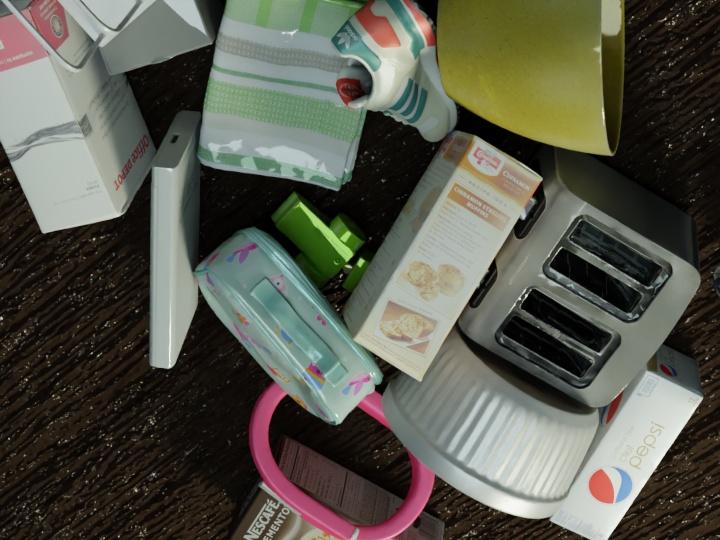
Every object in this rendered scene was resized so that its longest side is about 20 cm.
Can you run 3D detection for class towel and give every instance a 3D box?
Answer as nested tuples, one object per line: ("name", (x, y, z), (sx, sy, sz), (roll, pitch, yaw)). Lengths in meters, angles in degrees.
("towel", (-0.062, -0.162, 1.410), (0.147, 0.031, 0.201), (8, 132, -9))

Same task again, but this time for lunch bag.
("lunch bag", (-0.064, 0.052, 1.475), (0.077, 0.160, 0.200), (-43, 97, -12))

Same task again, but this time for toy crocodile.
("toy crocodile", (0.000, 0.000, 1.511), (0.199, 0.062, 0.068), (38, 105, -8))

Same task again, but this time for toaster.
("toaster", (0.203, 0.007, 1.450), (0.199, 0.119, 0.182), (30, 118, -8))

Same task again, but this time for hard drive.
("hard drive", (-0.172, -0.030, 1.473), (0.026, 0.132, 0.202), (6, 118, 3))

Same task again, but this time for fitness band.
("fitness band", (-0.019, 0.182, 1.567), (0.199, 0.037, 0.144), (35, 74, -8))

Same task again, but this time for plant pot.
("plant pot", (0.141, -0.197, 1.318), (0.140, 0.200, 0.202), (1, 117, 15))

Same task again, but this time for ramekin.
("ramekin", (0.128, 0.127, 1.482), (0.199, 0.200, 0.106), (28, 108, -7))

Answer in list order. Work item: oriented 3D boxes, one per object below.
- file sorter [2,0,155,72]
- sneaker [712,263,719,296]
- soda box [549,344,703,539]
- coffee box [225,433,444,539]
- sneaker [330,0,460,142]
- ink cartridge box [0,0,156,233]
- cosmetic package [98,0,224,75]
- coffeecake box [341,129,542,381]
("file sorter", (-0.196, -0.276, 1.263), (0.199, 0.125, 0.139), (-37, 107, 19))
("sneaker", (0.373, 0.067, 1.472), (0.145, 0.077, 0.204), (21, 109, -16))
("soda box", (0.258, 0.168, 1.552), (0.063, 0.068, 0.201), (25, 118, -6))
("coffee box", (-0.027, 0.274, 1.637), (0.198, 0.080, 0.115), (29, 116, -7))
("sneaker", (0.024, -0.165, 1.364), (0.093, 0.071, 0.200), (-31, 152, -4))
("ink cartridge box", (-0.268, -0.156, 1.414), (0.082, 0.147, 0.202), (-13, 115, 15))
("cosmetic package", (-0.201, -0.284, 1.376), (0.106, 0.090, 0.202), (-13, 117, 12))
("coffeecake box", (0.067, -0.019, 1.398), (0.073, 0.154, 0.201), (30, 94, -7))
